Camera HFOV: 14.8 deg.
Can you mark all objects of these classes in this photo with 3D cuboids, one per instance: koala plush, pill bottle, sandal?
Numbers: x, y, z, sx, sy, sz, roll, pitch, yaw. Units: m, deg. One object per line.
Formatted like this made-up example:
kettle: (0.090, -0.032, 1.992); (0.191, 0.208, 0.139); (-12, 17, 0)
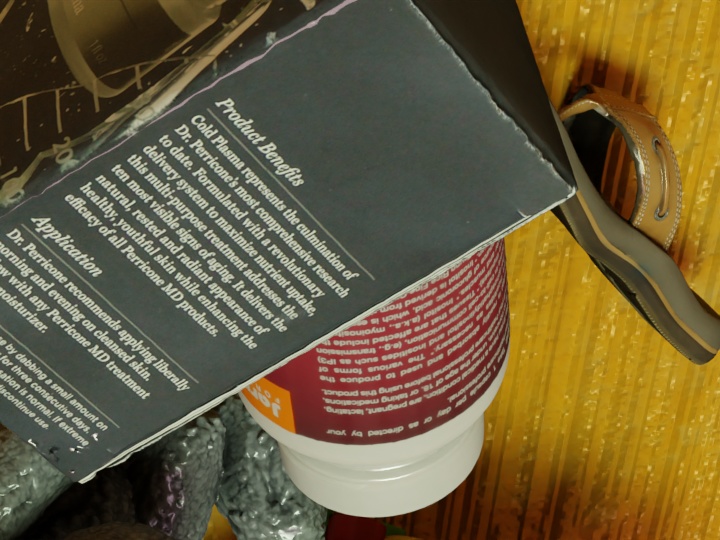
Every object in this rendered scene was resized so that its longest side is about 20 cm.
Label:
koala plush: (-0.110, 0.133, 1.101); (0.183, 0.201, 0.177); (-29, 135, 15)
pill bottle: (0.000, 0.000, 1.057); (0.112, 0.113, 0.201); (-11, 136, -4)
sandal: (0.101, -0.033, 1.081); (0.055, 0.082, 0.200); (-41, 131, 3)

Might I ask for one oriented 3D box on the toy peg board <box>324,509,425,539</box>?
toy peg board: (0.053, 0.161, 1.196); (0.199, 0.098, 0.199); (23, 160, -33)

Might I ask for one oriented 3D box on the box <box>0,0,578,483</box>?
box: (-0.058, -0.074, 0.903); (0.196, 0.201, 0.124); (-29, 134, 15)
